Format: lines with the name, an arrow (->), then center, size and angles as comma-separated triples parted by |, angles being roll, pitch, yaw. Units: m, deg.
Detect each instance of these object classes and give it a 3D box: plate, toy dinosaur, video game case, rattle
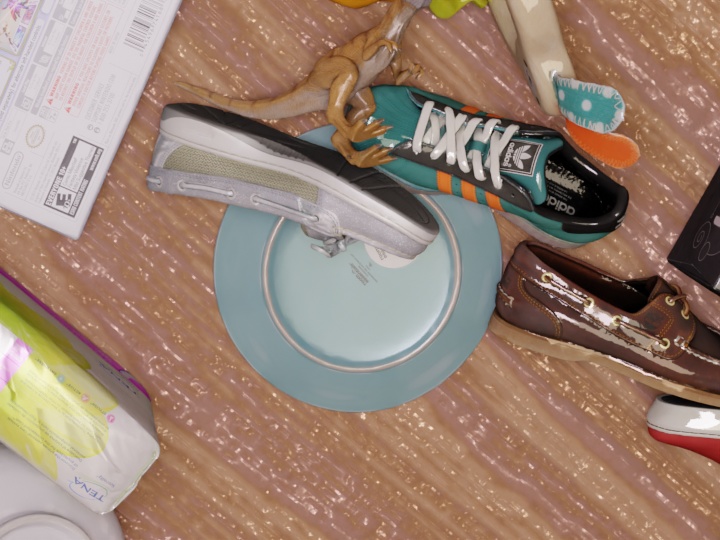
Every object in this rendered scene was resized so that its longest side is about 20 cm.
plate -> 0.000, 0.000, 1.457 | 0.199, 0.026, 0.201 | -1, 99, -6
toy dinosaur -> -0.017, -0.118, 1.389 | 0.199, 0.060, 0.107 | -30, 62, 25
video game case -> -0.227, -0.147, 1.392 | 0.181, 0.045, 0.201 | 23, 96, -12
rattle -> 0.074, -0.137, 1.373 | 0.142, 0.130, 0.201 | -17, 79, -16

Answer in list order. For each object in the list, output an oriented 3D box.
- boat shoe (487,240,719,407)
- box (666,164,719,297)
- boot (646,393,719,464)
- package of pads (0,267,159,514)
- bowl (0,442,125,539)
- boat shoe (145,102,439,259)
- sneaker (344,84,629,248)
boat shoe -> 0.189, 0.037, 1.456 | 0.199, 0.070, 0.071 | 17, 107, -6
box -> 0.336, -0.013, 1.447 | 0.199, 0.124, 0.149 | 30, 94, -10
boot -> 0.281, 0.166, 1.500 | 0.199, 0.072, 0.145 | 13, 99, -13
package of pads -> -0.218, 0.060, 1.372 | 0.200, 0.155, 0.068 | 40, 92, -12
bowl -> -0.226, 0.201, 1.388 | 0.200, 0.090, 0.202 | 0, 91, -32
boat shoe -> -0.045, -0.049, 1.399 | 0.201, 0.074, 0.065 | 22, 104, 12
sneaker -> 0.087, -0.076, 1.419 | 0.199, 0.080, 0.072 | 21, 75, -14
